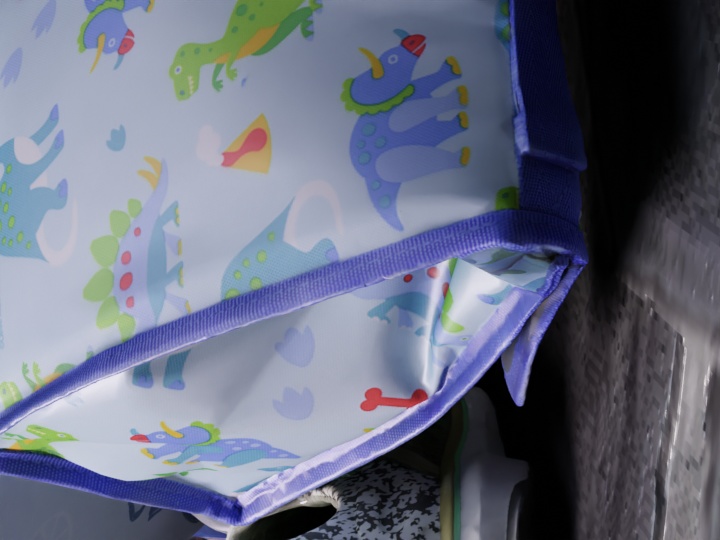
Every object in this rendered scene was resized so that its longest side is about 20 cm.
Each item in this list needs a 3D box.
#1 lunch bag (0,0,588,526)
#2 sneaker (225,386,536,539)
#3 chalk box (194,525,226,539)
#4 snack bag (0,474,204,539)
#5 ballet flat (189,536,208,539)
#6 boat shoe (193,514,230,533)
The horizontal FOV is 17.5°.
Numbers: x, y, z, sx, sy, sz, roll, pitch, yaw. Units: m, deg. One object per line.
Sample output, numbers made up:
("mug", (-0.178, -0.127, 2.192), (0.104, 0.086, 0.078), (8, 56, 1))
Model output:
("lunch bag", (-0.016, -0.042, 0.641), (0.200, 0.127, 0.171), (-34, 52, 45))
("sneaker", (0.002, 0.076, 0.739), (0.200, 0.088, 0.077), (-158, 72, -84))
("chalk box", (-0.084, 0.059, 0.989), (0.124, 0.199, 0.125), (125, 148, -77))
("snack bag", (-0.084, 0.049, 0.787), (0.200, 0.021, 0.189), (-47, -30, -46))
("ballet flat", (-0.039, 0.162, 0.820), (0.071, 0.069, 0.200), (-65, 33, 20))
("boat shoe", (0.000, 0.000, 0.819), (0.068, 0.071, 0.201), (6, -74, -67))
